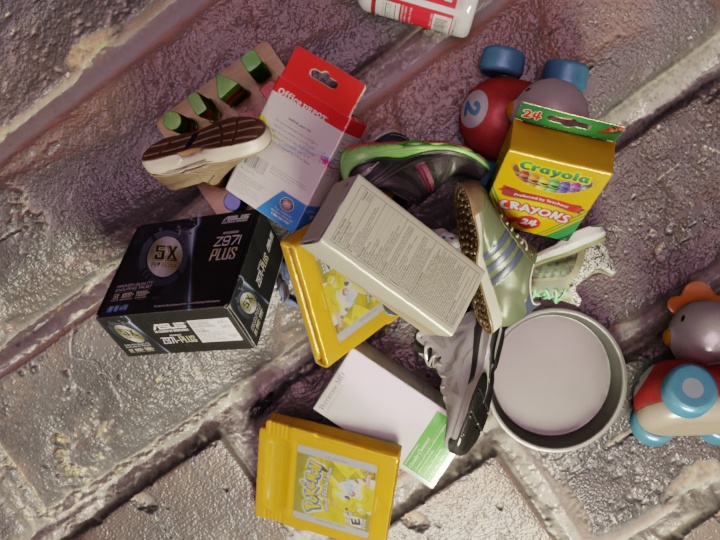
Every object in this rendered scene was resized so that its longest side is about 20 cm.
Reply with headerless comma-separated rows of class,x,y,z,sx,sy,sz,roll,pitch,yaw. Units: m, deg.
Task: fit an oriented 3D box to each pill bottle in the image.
pill bottle,0.063,-0.391,0.997,0.197,0.112,0.114,16,94,1

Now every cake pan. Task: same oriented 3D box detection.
cake pan,0.271,0.152,1.055,0.196,0.037,0.204,0,93,3

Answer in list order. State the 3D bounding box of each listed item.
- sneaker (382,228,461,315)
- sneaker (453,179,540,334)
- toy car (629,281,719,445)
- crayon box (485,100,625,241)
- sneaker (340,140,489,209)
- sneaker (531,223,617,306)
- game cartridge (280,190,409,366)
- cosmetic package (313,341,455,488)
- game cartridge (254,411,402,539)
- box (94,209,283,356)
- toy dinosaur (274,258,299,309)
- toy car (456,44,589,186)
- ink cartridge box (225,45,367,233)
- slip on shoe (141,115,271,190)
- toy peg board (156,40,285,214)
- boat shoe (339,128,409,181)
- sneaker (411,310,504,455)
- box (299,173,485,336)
sneaker,0.096,-0.006,1.002,0.199,0.075,0.088,-28,98,-36
sneaker,0.180,-0.026,0.957,0.088,0.067,0.203,-17,107,-12
toy car,0.444,0.112,0.996,0.174,0.185,0.203,-2,64,4
crayon box,0.226,-0.114,0.916,0.125,0.201,0.052,13,64,3
sneaker,0.068,-0.120,0.944,0.196,0.077,0.085,-4,103,-16
sneaker,0.263,0.016,1.021,0.198,0.077,0.089,-31,79,5
game cartridge,0.000,0.000,0.977,0.199,0.032,0.179,-32,120,-32
cosmetic package,0.045,0.195,1.046,0.198,0.085,0.109,32,97,0
game cartridge,-0.049,0.295,1.038,0.197,0.033,0.179,11,117,10
box,-0.217,0.017,0.979,0.197,0.166,0.087,-5,137,20
toy dinosaur,-0.133,0.004,1.046,0.199,0.105,0.182,38,76,10
toy car,0.218,-0.195,0.956,0.174,0.200,0.188,13,94,2
ink cartridge box,-0.072,-0.162,0.949,0.115,0.067,0.202,32,102,16
slip on shoe,-0.187,-0.141,0.943,0.197,0.077,0.061,-8,129,28
toy peg board,-0.159,-0.182,1.027,0.199,0.098,0.201,-34,91,5
boat shoe,-0.009,-0.115,1.035,0.199,0.062,0.075,-34,118,2
sneaker,0.118,0.143,1.005,0.114,0.076,0.203,7,60,25
box,0.038,-0.015,0.880,0.199,0.078,0.096,37,76,-18
